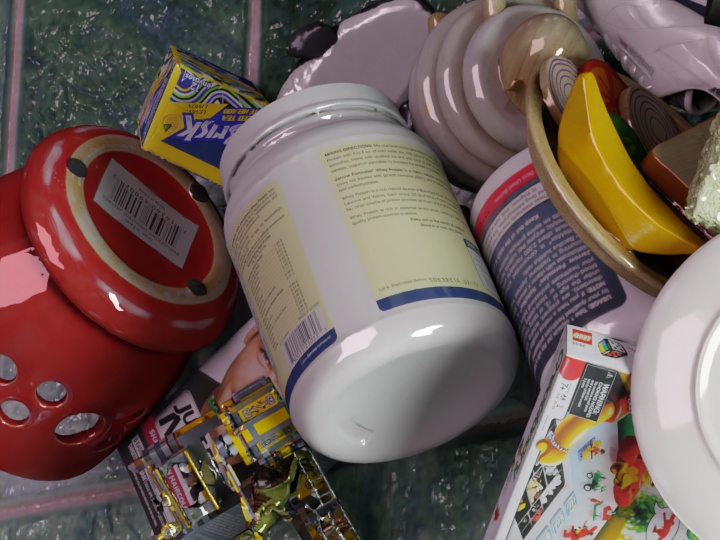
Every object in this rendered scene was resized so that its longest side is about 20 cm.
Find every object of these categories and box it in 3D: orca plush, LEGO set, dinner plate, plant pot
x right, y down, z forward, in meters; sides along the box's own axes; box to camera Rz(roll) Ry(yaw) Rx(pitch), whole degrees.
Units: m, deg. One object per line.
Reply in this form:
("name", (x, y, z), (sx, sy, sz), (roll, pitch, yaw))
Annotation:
("orca plush", (-0.014, -0.109, 1.824), (0.105, 0.071, 0.201), (24, 104, -2))
("LEGO set", (-0.068, 0.165, 1.657), (0.115, 0.201, 0.154), (-30, 16, -3))
("dinner plate", (0.244, 0.065, 1.410), (0.199, 0.024, 0.202), (0, 85, 5))
("plant pot", (-0.197, 0.016, 1.806), (0.182, 0.200, 0.201), (-40, 53, 35))

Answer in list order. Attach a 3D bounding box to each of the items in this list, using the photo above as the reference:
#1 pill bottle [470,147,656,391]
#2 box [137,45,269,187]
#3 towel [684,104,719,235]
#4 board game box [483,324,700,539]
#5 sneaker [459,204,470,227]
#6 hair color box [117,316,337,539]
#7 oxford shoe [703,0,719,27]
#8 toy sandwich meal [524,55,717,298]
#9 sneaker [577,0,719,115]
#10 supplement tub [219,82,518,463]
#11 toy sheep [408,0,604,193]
("pill bottle", (0.152, 0.027, 1.580), (0.119, 0.119, 0.201), (-38, 54, 24))
("box", (-0.110, -0.107, 1.808), (0.200, 0.070, 0.065), (-121, 56, -80))
("towel", (0.273, -0.081, 1.481), (0.201, 0.148, 0.036), (-62, 5, -22))
("board game box", (0.145, 0.133, 1.499), (0.035, 0.125, 0.201), (-83, 9, -57))
("sneaker", (0.045, -0.002, 1.713), (0.090, 0.067, 0.200), (-58, 45, 15))
("hair color box", (-0.066, 0.100, 1.777), (0.200, 0.060, 0.099), (-43, 52, 20))
("oxford shoe", (0.265, -0.210, 1.592), (0.084, 0.073, 0.201), (16, 54, 4))
("toy sandwich meal", (0.183, -0.057, 1.530), (0.070, 0.204, 0.206), (-45, 51, 33))
("sneaker", (0.187, -0.146, 1.647), (0.200, 0.076, 0.081), (31, 105, 43))
("supplement tub", (0.000, 0.000, 1.615), (0.145, 0.145, 0.201), (-38, 54, 24))
("toy sheep", (0.091, -0.113, 1.673), (0.200, 0.137, 0.139), (137, 140, -69))
